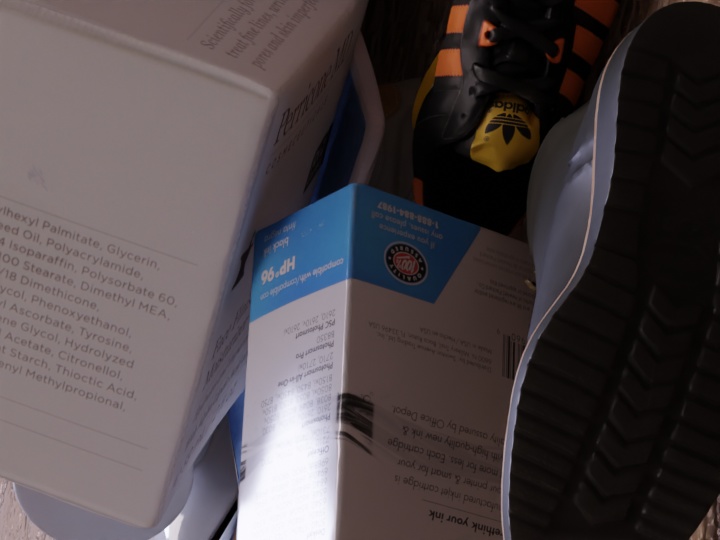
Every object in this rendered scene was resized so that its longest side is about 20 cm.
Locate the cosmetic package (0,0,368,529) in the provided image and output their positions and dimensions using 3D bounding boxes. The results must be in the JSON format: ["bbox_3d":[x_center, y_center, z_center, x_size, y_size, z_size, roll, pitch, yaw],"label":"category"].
[{"bbox_3d":[-0.111,-0.038,1.063,0.165,0.165,0.200,-60,-11,-63],"label":"cosmetic package"}]

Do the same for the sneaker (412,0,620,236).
[{"bbox_3d":[0.063,-0.084,0.990,0.200,0.070,0.090,107,172,-45],"label":"sneaker"}]

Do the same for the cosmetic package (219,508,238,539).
[{"bbox_3d":[-0.035,0.149,1.166,0.151,0.052,0.200,-82,17,-48],"label":"cosmetic package"}]

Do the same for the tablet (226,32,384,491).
[{"bbox_3d":[-0.028,-0.008,1.170,0.130,0.014,0.200,-105,30,-58],"label":"tablet"}]

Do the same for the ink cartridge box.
[{"bbox_3d":[0.018,0.083,0.961,0.068,0.116,0.200,-24,55,48],"label":"ink cartridge box"}]

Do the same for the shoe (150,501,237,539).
[{"bbox_3d":[-0.093,0.159,1.386,0.053,0.070,0.200,-41,22,12],"label":"shoe"}]

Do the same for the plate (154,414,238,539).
[{"bbox_3d":[-0.069,0.037,1.354,0.200,0.032,0.200,-58,20,10],"label":"plate"}]

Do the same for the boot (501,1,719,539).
[{"bbox_3d":[0.082,0.022,0.898,0.138,0.077,0.200,140,150,-72],"label":"boot"}]

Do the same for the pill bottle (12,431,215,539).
[{"bbox_3d":[-0.125,0.045,1.269,0.200,0.112,0.112,-99,24,-60],"label":"pill bottle"}]

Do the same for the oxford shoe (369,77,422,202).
[{"bbox_3d":[0.000,0.000,1.201,0.075,0.058,0.200,-116,37,-61],"label":"oxford shoe"}]
